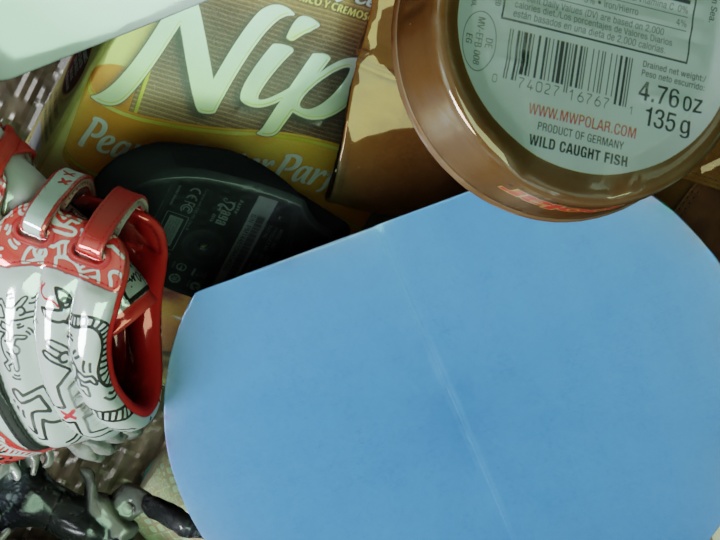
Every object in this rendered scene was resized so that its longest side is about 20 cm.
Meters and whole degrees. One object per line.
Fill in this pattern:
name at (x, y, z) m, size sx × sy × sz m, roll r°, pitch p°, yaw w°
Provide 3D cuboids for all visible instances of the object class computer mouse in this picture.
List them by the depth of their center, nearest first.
computer mouse at (0.000, 0.000, 0.934) m, size 0.200 × 0.034 × 0.059 m, roll 22°, pitch 126°, yaw -16°

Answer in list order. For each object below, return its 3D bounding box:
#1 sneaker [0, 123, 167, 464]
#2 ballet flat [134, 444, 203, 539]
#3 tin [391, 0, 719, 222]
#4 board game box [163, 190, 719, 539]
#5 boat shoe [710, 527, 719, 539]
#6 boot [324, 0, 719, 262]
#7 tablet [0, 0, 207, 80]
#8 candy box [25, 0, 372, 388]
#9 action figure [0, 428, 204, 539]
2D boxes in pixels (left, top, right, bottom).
sneaker at (-0.124, -0.034, 0.871) m, size 0.108 × 0.067 × 0.202 m, roll -7°, pitch 105°, yaw 19°
ballet flat at (0.013, 0.091, 1.023) m, size 0.199 × 0.062 × 0.068 m, roll 1°, pitch 105°, yaw -9°
tin at (0.075, -0.115, 0.844) m, size 0.112 × 0.042 × 0.201 m, roll 13°, pitch 80°, yaw -21°
board game box at (0.035, 0.042, 0.912) m, size 0.200 × 0.039 × 0.158 m, roll -20°, pitch 115°, yaw 9°
boat shoe at (0.168, 0.096, 1.037) m, size 0.065 × 0.072 × 0.200 m, roll 6°, pitch 118°, yaw 13°
boot at (0.103, -0.083, 0.912) m, size 0.200 × 0.069 × 0.189 m, roll 19°, pitch 111°, yaw 1°
tablet at (-0.101, -0.175, 0.870) m, size 0.130 × 0.014 × 0.200 m, roll -22°, pitch 106°, yaw -4°
candy box at (-0.045, -0.058, 0.956) m, size 0.115 × 0.055 × 0.200 m, roll 26°, pitch 106°, yaw -17°
action figure at (-0.106, 0.089, 0.948) m, size 0.200 × 0.102 × 0.119 m, roll 22°, pitch 88°, yaw -5°
